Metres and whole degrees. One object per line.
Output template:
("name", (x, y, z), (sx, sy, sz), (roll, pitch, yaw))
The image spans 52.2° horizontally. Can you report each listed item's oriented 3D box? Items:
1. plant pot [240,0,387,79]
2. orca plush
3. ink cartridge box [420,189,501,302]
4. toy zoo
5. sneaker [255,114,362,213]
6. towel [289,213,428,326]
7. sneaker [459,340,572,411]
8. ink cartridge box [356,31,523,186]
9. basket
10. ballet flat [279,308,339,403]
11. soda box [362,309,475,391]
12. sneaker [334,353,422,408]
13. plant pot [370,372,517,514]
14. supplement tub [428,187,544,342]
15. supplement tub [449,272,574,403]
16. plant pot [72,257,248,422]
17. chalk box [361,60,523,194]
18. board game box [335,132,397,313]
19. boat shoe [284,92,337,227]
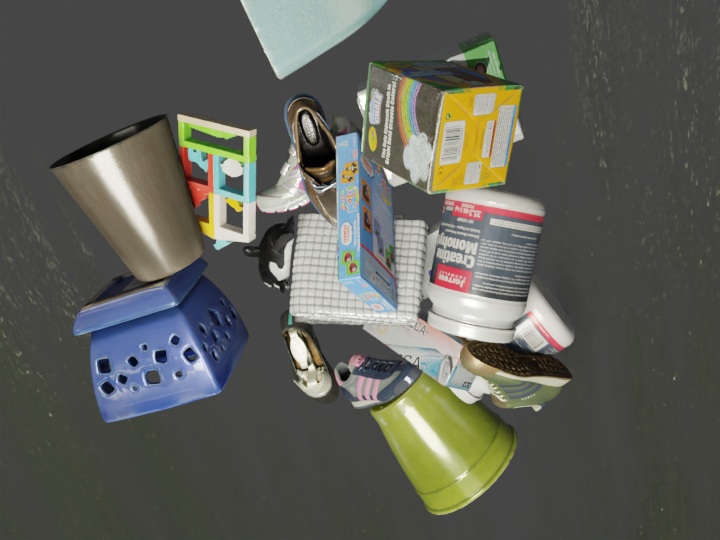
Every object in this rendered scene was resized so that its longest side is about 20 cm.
("plant pot", (-0.059, -0.383, 0.910), (0.199, 0.197, 0.197), (-26, 113, 3))
("orca plush", (-0.140, -0.019, 1.096), (0.070, 0.200, 0.106), (-1, 84, -10))
("ink cartridge box", (0.153, -0.036, 1.151), (0.199, 0.039, 0.100), (-27, 112, 12))
("toy zoo", (-0.213, -0.124, 1.094), (0.130, 0.020, 0.202), (18, 119, 23))
("sneaker", (-0.077, -0.160, 1.078), (0.199, 0.081, 0.089), (-33, 110, 7))
("towel", (0.000, 0.000, 1.098), (0.198, 0.086, 0.167), (2, 71, 8))
("sneaker", (0.213, 0.164, 1.067), (0.199, 0.067, 0.090), (14, 121, -30))
("ink cartridge box", (0.110, -0.226, 1.033), (0.198, 0.084, 0.147), (-19, 113, 10))
("basket", (-0.317, -0.098, 1.068), (0.179, 0.136, 0.201), (-30, 115, -16))
("ballet flat", (-0.091, 0.159, 1.234), (0.067, 0.069, 0.201), (-18, 114, 9))
("soda box", (0.094, 0.106, 1.129), (0.063, 0.200, 0.069), (18, 99, -43))
("sneaker", (0.021, 0.170, 1.195), (0.082, 0.070, 0.200), (52, 141, -5))
("plant pot", (0.124, 0.260, 1.224), (0.200, 0.201, 0.193), (-39, 98, 18))
("supplement tub", (0.173, -0.012, 1.032), (0.139, 0.140, 0.202), (10, 95, -4))
("supplement tub", (0.221, 0.105, 1.161), (0.200, 0.141, 0.140), (-37, 110, 18))
("plant pot", (-0.311, 0.093, 1.142), (0.198, 0.200, 0.181), (-17, 108, 10))
("chalk box", (0.084, -0.191, 0.918), (0.123, 0.200, 0.126), (-10, 121, -30))
("board game box", (0.010, -0.060, 0.991), (0.036, 0.202, 0.151), (-8, 159, 19))
("boat shoe", (-0.054, -0.139, 1.005), (0.072, 0.072, 0.201), (-24, 112, 4))
